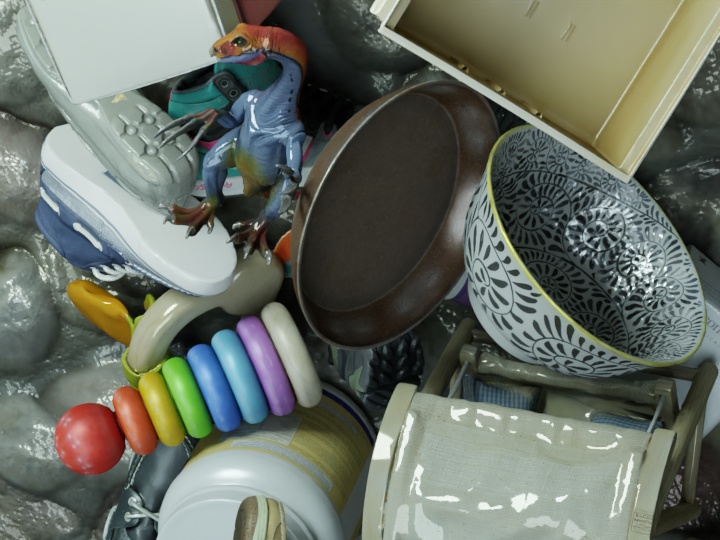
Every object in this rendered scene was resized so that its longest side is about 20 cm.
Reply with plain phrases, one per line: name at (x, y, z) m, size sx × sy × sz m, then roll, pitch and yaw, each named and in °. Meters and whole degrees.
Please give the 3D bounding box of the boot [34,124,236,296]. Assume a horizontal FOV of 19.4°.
boot at (-0.173, -0.023, 1.612) m, size 0.200 × 0.073 × 0.090 m, roll 42°, pitch 136°, yaw 28°

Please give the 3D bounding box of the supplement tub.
supplement tub at (-0.072, 0.182, 1.629) m, size 0.145 × 0.200 × 0.145 m, roll 5°, pitch 113°, yaw 12°

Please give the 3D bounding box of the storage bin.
storage bin at (0.142, -0.200, 1.430) m, size 0.200 × 0.094 × 0.199 m, roll 30°, pitch 98°, yaw -12°

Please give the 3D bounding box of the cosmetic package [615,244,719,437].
cosmetic package at (0.217, 0.089, 1.589) m, size 0.102 × 0.074 × 0.200 m, roll 38°, pitch 117°, yaw -3°

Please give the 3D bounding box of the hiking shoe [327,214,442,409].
hiking shoe at (0.000, 0.000, 1.563) m, size 0.101 × 0.076 × 0.200 m, roll 31°, pitch 124°, yaw 44°

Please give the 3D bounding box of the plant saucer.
plant saucer at (0.019, -0.042, 1.446) m, size 0.034 × 0.200 × 0.200 m, roll 30°, pitch 121°, yaw 34°

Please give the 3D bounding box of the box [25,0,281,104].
box at (-0.136, -0.209, 1.477) m, size 0.128 × 0.200 × 0.109 m, roll -15°, pitch 109°, yaw 19°

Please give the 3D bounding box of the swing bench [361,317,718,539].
swing bench at (0.129, 0.136, 1.481) m, size 0.199 × 0.200 × 0.130 m, roll 9°, pitch 108°, yaw 19°

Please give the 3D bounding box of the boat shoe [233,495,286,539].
boat shoe at (-0.056, 0.247, 1.512) m, size 0.076 × 0.072 × 0.200 m, roll 3°, pitch 122°, yaw -3°

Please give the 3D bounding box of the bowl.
bowl at (0.138, 0.005, 1.475) m, size 0.201 × 0.201 × 0.094 m, roll 43°, pitch 126°, yaw -6°

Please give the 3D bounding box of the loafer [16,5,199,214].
loafer at (-0.194, -0.122, 1.579) m, size 0.200 × 0.070 × 0.070 m, roll 51°, pitch 151°, yaw 22°

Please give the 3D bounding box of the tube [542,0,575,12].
tube at (0.110, -0.252, 1.484) m, size 0.200 × 0.052 × 0.058 m, roll 49°, pitch 137°, yaw -12°

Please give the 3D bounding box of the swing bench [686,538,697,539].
swing bench at (0.303, 0.324, 1.633) m, size 0.199 × 0.130 × 0.200 m, roll 28°, pitch 111°, yaw 2°

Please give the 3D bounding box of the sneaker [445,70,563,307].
sneaker at (0.120, -0.064, 1.562) m, size 0.088 × 0.076 × 0.200 m, roll 15°, pitch 111°, yaw -25°

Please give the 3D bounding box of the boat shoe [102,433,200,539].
boat shoe at (-0.172, 0.212, 1.745) m, size 0.076 × 0.060 × 0.200 m, roll 16°, pitch 116°, yaw 7°

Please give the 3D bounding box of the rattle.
rattle at (-0.116, 0.002, 1.659) m, size 0.130 × 0.143 × 0.200 m, roll 32°, pitch 104°, yaw -36°

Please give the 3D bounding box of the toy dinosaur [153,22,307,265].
toy dinosaur at (-0.074, -0.099, 1.431) m, size 0.105 × 0.200 × 0.182 m, roll 26°, pitch 119°, yaw 1°

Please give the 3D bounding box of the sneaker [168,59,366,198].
sneaker at (-0.058, -0.128, 1.562) m, size 0.200 × 0.084 × 0.121 m, roll -9°, pitch 120°, yaw 18°

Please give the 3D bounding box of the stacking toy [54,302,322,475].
stacking toy at (-0.133, 0.100, 1.584) m, size 0.200 × 0.085 × 0.085 m, roll -24°, pitch 107°, yaw -7°
